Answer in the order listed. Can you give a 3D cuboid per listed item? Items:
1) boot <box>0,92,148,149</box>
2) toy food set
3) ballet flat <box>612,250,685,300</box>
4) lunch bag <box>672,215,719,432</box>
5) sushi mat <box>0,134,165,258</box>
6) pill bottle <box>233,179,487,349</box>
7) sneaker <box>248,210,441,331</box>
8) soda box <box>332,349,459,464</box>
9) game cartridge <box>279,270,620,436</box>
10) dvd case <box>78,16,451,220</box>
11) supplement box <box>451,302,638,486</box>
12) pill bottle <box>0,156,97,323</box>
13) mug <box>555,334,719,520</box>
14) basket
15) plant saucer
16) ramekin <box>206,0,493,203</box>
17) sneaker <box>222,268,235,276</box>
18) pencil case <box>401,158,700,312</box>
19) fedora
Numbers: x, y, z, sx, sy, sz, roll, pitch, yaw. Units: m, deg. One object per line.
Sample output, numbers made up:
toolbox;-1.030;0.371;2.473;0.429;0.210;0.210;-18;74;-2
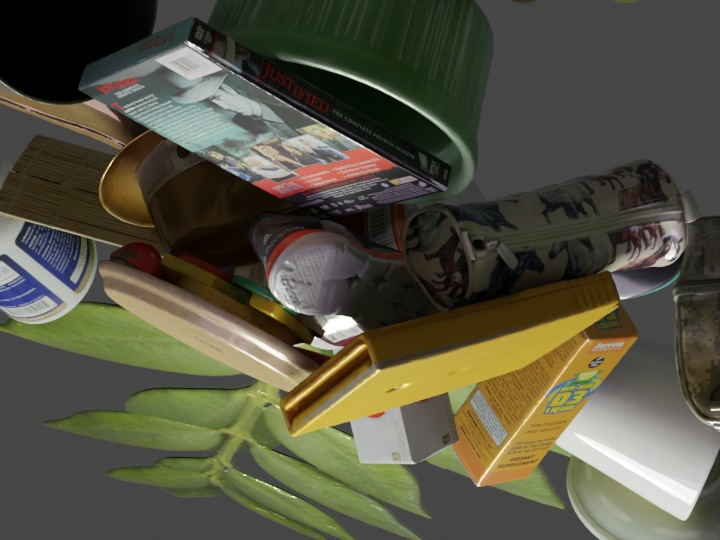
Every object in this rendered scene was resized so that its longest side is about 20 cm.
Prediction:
boot;-0.219;-0.123;1.440;0.199;0.066;0.175;21;149;-13
toy food set;-0.100;0.035;1.343;0.197;0.049;0.200;23;170;22
ballet flat;0.154;-0.014;1.411;0.199;0.073;0.073;1;156;45
lunch bag;0.318;0.070;1.347;0.139;0.169;0.200;2;157;37
sushi mat;-0.206;-0.059;1.547;0.199;0.096;0.012;15;143;13
pill bottle;0.001;-0.004;1.424;0.199;0.114;0.113;-20;142;35
sneaker;0.000;0.000;1.296;0.200;0.077;0.082;28;-166;-45
soda box;0.020;0.061;1.546;0.068;0.201;0.064;-5;-167;46
game cartridge;0.062;0.055;1.252;0.199;0.033;0.176;-16;168;-26
dvd case;-0.060;-0.089;1.143;0.199;0.022;0.146;26;160;-29
supplement box;0.152;0.097;1.558;0.066;0.069;0.200;-4;138;-37
pill bottle;-0.338;-0.038;1.694;0.115;0.116;0.200;8;159;25
mug;0.246;0.131;1.637;0.152;0.150;0.187;22;156;9
basket;-0.264;-0.187;1.186;0.199;0.137;0.180;11;-174;33
plant saucer;0.295;0.189;1.718;0.199;0.201;0.050;12;132;14
ramekin;-0.010;-0.130;1.173;0.199;0.098;0.200;16;161;5
sneaker;-0.099;-0.008;1.576;0.200;0.074;0.082;42;177;27
pencil case;0.132;-0.024;1.255;0.199;0.078;0.089;-13;-170;-26
fedora;-0.096;-0.055;1.371;0.199;0.082;0.201;-13;159;-5
